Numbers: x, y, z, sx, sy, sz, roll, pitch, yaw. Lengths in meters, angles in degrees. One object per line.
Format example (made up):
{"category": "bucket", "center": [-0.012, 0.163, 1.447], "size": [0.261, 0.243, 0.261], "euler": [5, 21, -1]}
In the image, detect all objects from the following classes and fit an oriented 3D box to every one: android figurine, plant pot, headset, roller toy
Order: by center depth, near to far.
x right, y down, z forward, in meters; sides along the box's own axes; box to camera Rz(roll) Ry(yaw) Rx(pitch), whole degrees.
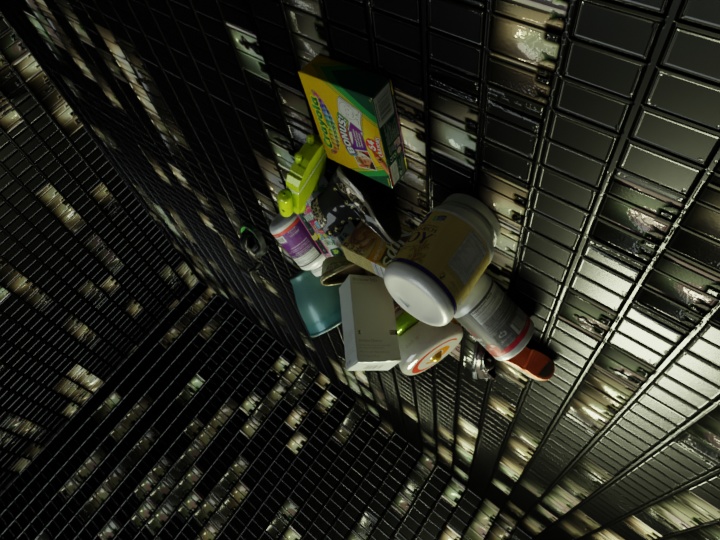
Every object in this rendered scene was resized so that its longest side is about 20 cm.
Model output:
{"category": "android figurine", "center": [-0.114, -0.200, 1.083], "size": [0.040, 0.185, 0.201], "euler": [27, 161, 5]}
{"category": "roller toy", "center": [0.154, 0.158, 1.272], "size": [0.141, 0.196, 0.184], "euler": [56, 146, 24]}
{"category": "plant pot", "center": [-0.121, 0.071, 1.648], "size": [0.191, 0.198, 0.199], "euler": [59, 157, -7]}
{"category": "headset", "center": [-0.407, -0.084, 1.966], "size": [0.122, 0.094, 0.203], "euler": [30, 145, 28]}

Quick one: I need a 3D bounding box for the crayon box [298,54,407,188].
{"category": "crayon box", "center": [-0.009, -0.264, 0.939], "size": [0.170, 0.059, 0.202], "euler": [29, 156, 31]}

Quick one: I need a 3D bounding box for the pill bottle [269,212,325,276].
{"category": "pill bottle", "center": [-0.163, -0.083, 1.500], "size": [0.201, 0.113, 0.111], "euler": [51, 157, -25]}

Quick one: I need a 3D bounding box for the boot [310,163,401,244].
{"category": "boot", "center": [-0.014, -0.119, 1.141], "size": [0.201, 0.073, 0.150], "euler": [48, 134, -8]}

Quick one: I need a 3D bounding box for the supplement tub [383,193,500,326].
{"category": "supplement tub", "center": [0.149, -0.022, 0.933], "size": [0.144, 0.201, 0.146], "euler": [33, 159, 15]}

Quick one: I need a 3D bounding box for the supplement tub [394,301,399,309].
{"category": "supplement tub", "center": [0.057, 0.064, 1.404], "size": [0.107, 0.108, 0.200], "euler": [41, 159, -3]}

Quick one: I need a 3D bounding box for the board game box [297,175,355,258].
{"category": "board game box", "center": [-0.086, -0.122, 1.312], "size": [0.203, 0.064, 0.147], "euler": [58, 156, -12]}

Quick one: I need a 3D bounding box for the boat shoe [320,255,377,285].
{"category": "boat shoe", "center": [0.000, 0.000, 1.234], "size": [0.194, 0.064, 0.074], "euler": [-10, 131, 17]}

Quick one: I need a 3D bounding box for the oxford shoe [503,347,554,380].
{"category": "oxford shoe", "center": [0.340, 0.188, 1.193], "size": [0.198, 0.072, 0.073], "euler": [37, 164, 12]}

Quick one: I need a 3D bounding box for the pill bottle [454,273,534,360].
{"category": "pill bottle", "center": [0.252, 0.078, 1.074], "size": [0.200, 0.111, 0.110], "euler": [44, 159, -6]}

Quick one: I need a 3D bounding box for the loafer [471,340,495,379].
{"category": "loafer", "center": [0.320, 0.232, 1.341], "size": [0.061, 0.074, 0.201], "euler": [11, 156, 17]}

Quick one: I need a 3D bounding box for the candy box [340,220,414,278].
{"category": "candy box", "center": [0.065, -0.045, 1.158], "size": [0.197, 0.116, 0.056], "euler": [26, 157, 35]}

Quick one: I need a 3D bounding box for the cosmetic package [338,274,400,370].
{"category": "cosmetic package", "center": [0.019, 0.119, 1.192], "size": [0.109, 0.206, 0.081], "euler": [2, 156, -22]}
